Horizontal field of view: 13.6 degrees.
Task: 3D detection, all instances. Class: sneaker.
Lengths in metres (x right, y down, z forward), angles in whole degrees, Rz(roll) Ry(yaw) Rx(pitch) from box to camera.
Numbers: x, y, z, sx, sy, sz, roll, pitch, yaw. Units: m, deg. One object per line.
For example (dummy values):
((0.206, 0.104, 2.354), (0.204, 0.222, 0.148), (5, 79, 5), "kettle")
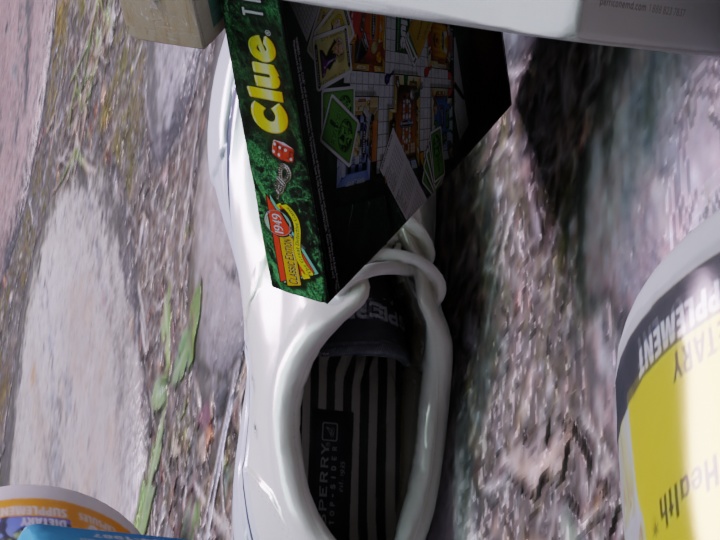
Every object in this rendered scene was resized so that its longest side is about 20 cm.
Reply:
((0.000, 0.000, 0.884), (0.071, 0.073, 0.201), (166, 102, -64), "sneaker")

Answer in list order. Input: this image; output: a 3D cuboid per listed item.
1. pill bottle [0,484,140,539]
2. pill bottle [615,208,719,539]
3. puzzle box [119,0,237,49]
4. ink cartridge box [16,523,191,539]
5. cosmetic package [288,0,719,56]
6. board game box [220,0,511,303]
((-0.124, 0.186, 1.142), (0.201, 0.111, 0.113), (-103, 25, -50), "pill bottle")
((0.094, 0.089, 0.393), (0.112, 0.111, 0.201), (120, 153, -55), "pill bottle")
((-0.014, -0.167, 0.781), (0.200, 0.025, 0.134), (-51, -38, -41), "puzzle box")
((-0.002, 0.159, 0.642), (0.200, 0.146, 0.147), (-133, 52, -71), "ink cartridge box")
((0.038, -0.156, 0.688), (0.112, 0.081, 0.201), (11, 98, 31), "cosmetic package")
((-0.003, -0.103, 0.770), (0.105, 0.023, 0.201), (-44, -43, -41), "board game box")
